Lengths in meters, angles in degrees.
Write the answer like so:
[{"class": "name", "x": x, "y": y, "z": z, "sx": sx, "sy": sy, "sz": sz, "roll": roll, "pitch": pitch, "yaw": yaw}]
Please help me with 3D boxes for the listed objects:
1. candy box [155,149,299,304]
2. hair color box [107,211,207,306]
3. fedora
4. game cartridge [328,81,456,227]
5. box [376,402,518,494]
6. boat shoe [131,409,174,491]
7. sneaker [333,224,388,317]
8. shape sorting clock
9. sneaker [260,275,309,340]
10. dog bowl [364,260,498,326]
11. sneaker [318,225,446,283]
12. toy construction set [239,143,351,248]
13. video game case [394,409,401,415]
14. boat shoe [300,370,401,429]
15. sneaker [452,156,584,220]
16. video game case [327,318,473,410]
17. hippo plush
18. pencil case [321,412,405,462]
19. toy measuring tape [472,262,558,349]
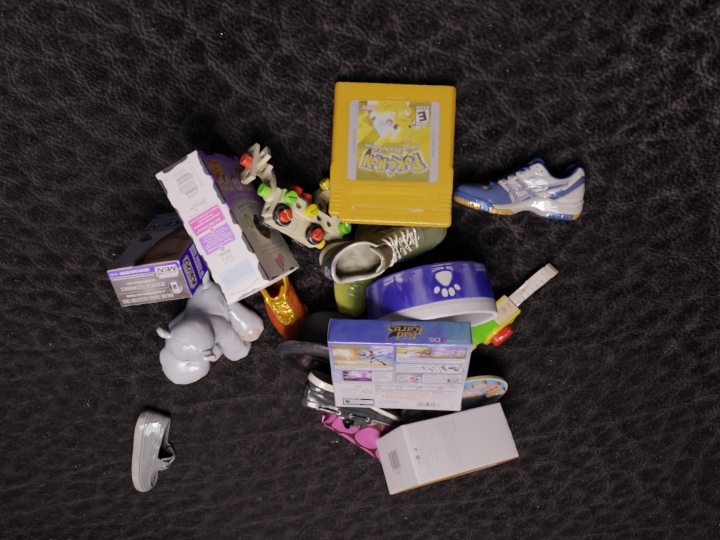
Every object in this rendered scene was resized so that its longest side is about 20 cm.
[{"class": "candy box", "x": -0.183, "y": -0.065, "z": 0.885, "sx": 0.071, "sy": 0.168, "sz": 0.201, "roll": -29, "pitch": 92, "yaw": 11}, {"class": "hair color box", "x": -0.284, "y": -0.028, "z": 0.930, "sx": 0.109, "sy": 0.200, "sz": 0.065, "roll": -8, "pitch": 119, "yaw": 8}, {"class": "fedora", "x": -0.036, "y": 0.125, "z": 1.035, "sx": 0.199, "sy": 0.092, "sz": 0.201, "roll": 10, "pitch": 158, "yaw": 4}, {"class": "game cartridge", "x": 0.046, "y": -0.165, "z": 0.875, "sx": 0.175, "sy": 0.032, "sz": 0.201, "roll": 2, "pitch": 84, "yaw": 2}, {"class": "box", "x": 0.148, "y": 0.308, "z": 1.063, "sx": 0.199, "sy": 0.098, "sz": 0.124, "roll": -7, "pitch": 157, "yaw": -24}, {"class": "boat shoe", "x": -0.412, "y": 0.369, "z": 1.230, "sx": 0.071, "sy": 0.070, "sz": 0.202, "roll": 11, "pitch": 116, "yaw": 1}, {"class": "sneaker", "x": 0.000, "y": 0.000, "z": 1.001, "sx": 0.075, "sy": 0.077, "sz": 0.201, "roll": 13, "pitch": 119, "yaw": -6}, {"class": "shape sorting clock", "x": 0.168, "y": 0.238, "z": 1.097, "sx": 0.199, "sy": 0.039, "sz": 0.200, "roll": -10, "pitch": 151, "yaw": -6}, {"class": "sneaker", "x": -0.139, "y": 0.050, "z": 1.037, "sx": 0.073, "sy": 0.077, "sz": 0.201, "roll": -15, "pitch": 119, "yaw": 9}, {"class": "dog bowl", "x": 0.107, "y": 0.052, "z": 0.956, "sx": 0.199, "sy": 0.200, "sz": 0.079, "roll": -14, "pitch": 75, "yaw": 10}, {"class": "sneaker", "x": 0.037, "y": -0.026, "z": 0.890, "sx": 0.199, "sy": 0.090, "sz": 0.067, "roll": -18, "pitch": 107, "yaw": 0}, {"class": "toy construction set", "x": -0.087, "y": -0.107, "z": 0.903, "sx": 0.199, "sy": 0.132, "sz": 0.092, "roll": 23, "pitch": 161, "yaw": -25}, {"class": "video game case", "x": -0.007, "y": 0.208, "z": 1.150, "sx": 0.142, "sy": 0.019, "sz": 0.201, "roll": -8, "pitch": 119, "yaw": 8}, {"class": "boat shoe", "x": -0.018, "y": 0.236, "z": 1.044, "sx": 0.199, "sy": 0.074, "sz": 0.066, "roll": 30, "pitch": 92, "yaw": -34}, {"class": "sneaker", "x": 0.240, "y": -0.130, "z": 0.928, "sx": 0.199, "sy": 0.075, "sz": 0.089, "roll": 3, "pitch": 108, "yaw": -6}, {"class": "video game case", "x": 0.056, "y": 0.142, "z": 0.907, "sx": 0.199, "sy": 0.046, "sz": 0.182, "roll": 1, "pitch": 140, "yaw": 3}, {"class": "hippo plush", "x": -0.250, "y": 0.109, "z": 1.026, "sx": 0.159, "sy": 0.161, "sz": 0.201, "roll": 23, "pitch": 118, "yaw": -9}, {"class": "pencil case", "x": 0.021, "y": 0.295, "z": 1.137, "sx": 0.200, "sy": 0.091, "sz": 0.094, "roll": 37, "pitch": 112, "yaw": -13}, {"class": "toy measuring tape", "x": 0.252, "y": 0.066, "z": 1.041, "sx": 0.200, "sy": 0.074, "sz": 0.074, "roll": -42, "pitch": 110, "yaw": 2}]
